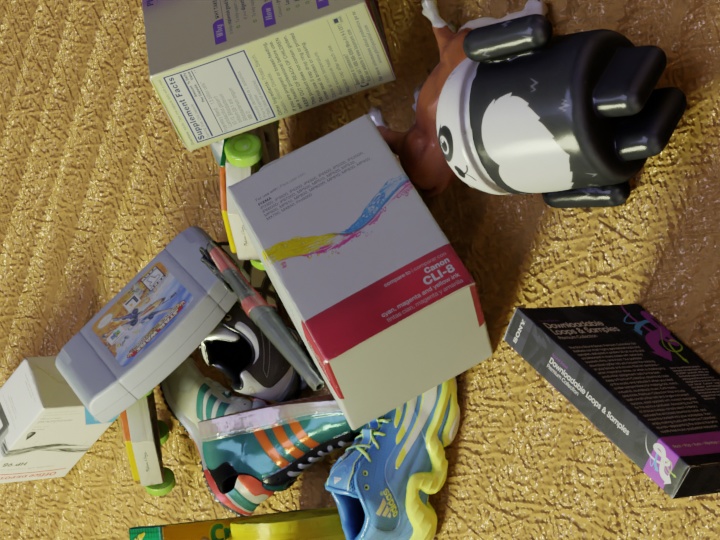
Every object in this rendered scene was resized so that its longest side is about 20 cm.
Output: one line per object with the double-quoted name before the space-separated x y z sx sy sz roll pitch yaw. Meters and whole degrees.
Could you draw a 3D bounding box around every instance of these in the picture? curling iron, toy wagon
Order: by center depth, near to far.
"curling iron" -0.087 0.038 1.712 0.026 0.050 0.200 -43 53 0
"toy wagon" -0.096 -0.105 1.770 0.155 0.039 0.200 81 -170 -49
"toy wagon" -0.223 0.126 1.928 0.200 0.039 0.156 -105 7 -48

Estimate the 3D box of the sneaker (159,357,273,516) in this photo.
"sneaker" -0.126 0.146 1.872 0.093 0.070 0.200 -40 53 14

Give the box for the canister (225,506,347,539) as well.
"canister" -0.041 0.320 1.705 0.086 0.148 0.201 -8 85 47

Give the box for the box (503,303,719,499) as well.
"box" 0.220 0.093 1.423 0.200 0.143 0.036 46 123 38

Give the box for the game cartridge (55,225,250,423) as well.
"game cartridge" -0.201 0.051 1.825 0.200 0.042 0.133 -45 29 -4

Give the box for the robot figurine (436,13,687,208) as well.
"robot figurine" 0.154 -0.123 1.500 0.200 0.125 0.151 -4 91 39

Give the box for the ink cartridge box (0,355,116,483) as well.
"ink cartridge box" -0.354 0.174 2.073 0.200 0.116 0.067 -47 58 37

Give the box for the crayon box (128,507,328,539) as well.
"crayon box" -0.113 0.286 1.744 0.058 0.200 0.119 -13 81 49

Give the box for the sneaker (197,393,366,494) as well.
"sneaker" -0.056 0.161 1.760 0.199 0.071 0.080 -12 89 27

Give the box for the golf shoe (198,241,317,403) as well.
"golf shoe" -0.121 0.045 1.835 0.200 0.094 0.078 54 128 35

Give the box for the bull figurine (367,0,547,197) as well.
"bull figurine" 0.084 -0.163 1.633 0.200 0.065 0.121 -60 43 21

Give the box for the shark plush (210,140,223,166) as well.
"shark plush" -0.130 -0.144 1.896 0.200 0.091 0.083 64 155 -1

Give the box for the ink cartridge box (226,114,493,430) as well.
"ink cartridge box" 0.000 0.000 1.626 0.144 0.145 0.200 -29 61 -4

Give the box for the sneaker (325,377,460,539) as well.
"sneaker" 0.026 0.157 1.661 0.076 0.105 0.201 6 95 47

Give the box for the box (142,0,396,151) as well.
"box" -0.086 -0.226 1.685 0.199 0.097 0.176 -18 46 6
